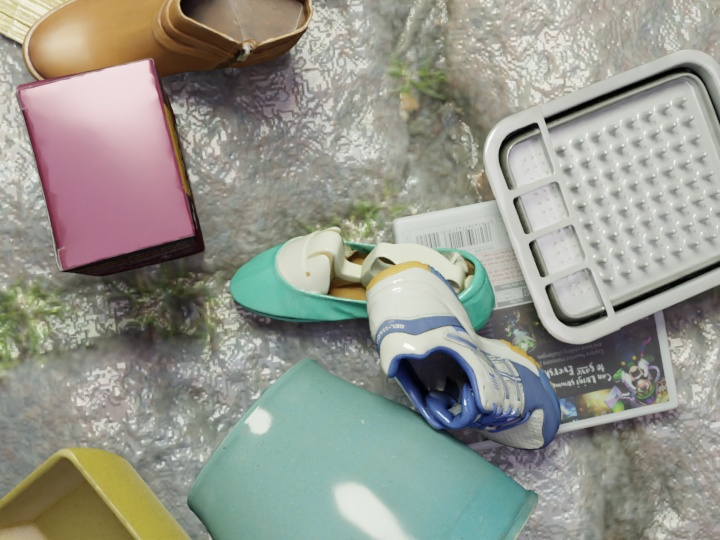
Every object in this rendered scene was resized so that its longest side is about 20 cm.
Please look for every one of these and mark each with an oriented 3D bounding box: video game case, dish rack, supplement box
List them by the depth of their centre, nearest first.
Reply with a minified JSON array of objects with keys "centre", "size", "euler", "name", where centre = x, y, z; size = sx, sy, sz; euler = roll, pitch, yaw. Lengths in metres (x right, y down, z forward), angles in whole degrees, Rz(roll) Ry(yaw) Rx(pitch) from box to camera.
[{"centre":[-0.157,-0.060,0.757],"size":[0.084,0.200,0.112],"euler":[-14,90,-6],"name":"supplement box"},{"centre":[0.198,-0.055,0.852],"size":[0.197,0.044,0.174],"euler":[-22,91,-6],"name":"dish rack"},{"centre":[0.135,0.034,0.877],"size":[0.196,0.023,0.186],"euler":[-11,90,-7],"name":"video game case"}]

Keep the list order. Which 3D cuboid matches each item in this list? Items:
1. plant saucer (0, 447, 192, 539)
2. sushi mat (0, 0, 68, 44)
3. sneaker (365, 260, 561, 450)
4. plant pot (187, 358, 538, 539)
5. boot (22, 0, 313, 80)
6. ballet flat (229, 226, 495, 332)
[{"centre":[-0.163,0.217,0.786],"size":[0.201,0.199,0.048],"euler":[51,45,-3],"name":"plant saucer"},{"centre":[-0.242,-0.216,0.844],"size":[0.198,0.012,0.097],"euler":[27,86,-5],"name":"sushi mat"},{"centre":[0.071,0.084,0.783],"size":[0.075,0.089,0.199],"euler":[-33,125,26],"name":"sneaker"},{"centre":[-0.011,0.172,0.784],"size":[0.187,0.200,0.201],"euler":[39,86,9],"name":"plant pot"},{"centre":[-0.132,-0.166,0.771],"size":[0.196,0.155,0.075],"euler":[-14,101,-13],"name":"boot"},{"centre":[0.000,0.000,0.822],"size":[0.196,0.071,0.068],"euler":[7,49,7],"name":"ballet flat"}]
